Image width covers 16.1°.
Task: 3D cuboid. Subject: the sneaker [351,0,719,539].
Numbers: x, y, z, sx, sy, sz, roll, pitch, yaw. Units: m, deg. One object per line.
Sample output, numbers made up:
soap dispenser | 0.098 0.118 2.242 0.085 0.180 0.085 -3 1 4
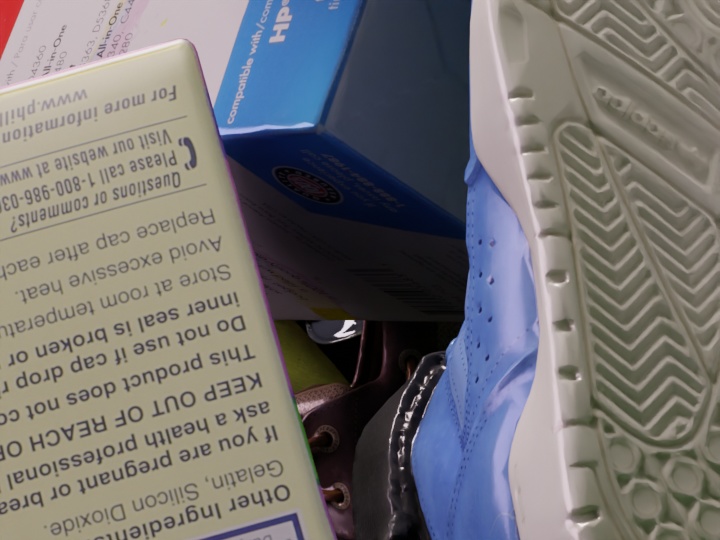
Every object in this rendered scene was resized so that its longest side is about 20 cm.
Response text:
sneaker | 0.042 0.002 0.537 0.111 0.077 0.200 130 142 -57

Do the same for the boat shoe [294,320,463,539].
boat shoe | 0.006 0.052 0.761 0.072 0.072 0.200 151 133 -80

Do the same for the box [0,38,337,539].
box | -0.050 0.080 0.594 0.176 0.096 0.200 83 172 -68

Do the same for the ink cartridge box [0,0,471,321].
ink cartridge box | -0.032 -0.037 0.695 0.200 0.116 0.067 0 66 46

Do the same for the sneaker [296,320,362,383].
sneaker | 0.000 0.000 0.961 0.084 0.075 0.200 2 74 64

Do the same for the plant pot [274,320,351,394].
plant pot | -0.103 0.042 0.880 0.200 0.187 0.187 60 142 39
